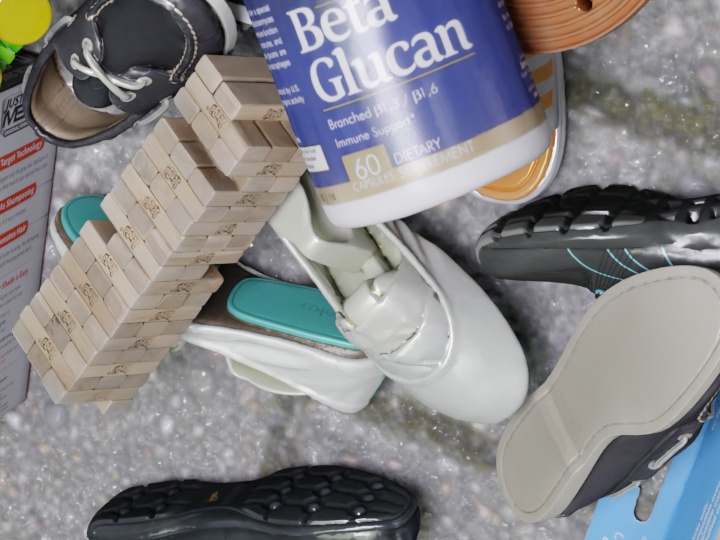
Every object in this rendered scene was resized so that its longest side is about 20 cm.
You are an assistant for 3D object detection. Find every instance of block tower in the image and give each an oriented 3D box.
[{"bbox_3d":[-0.097,-0.014,1.250,0.054,0.058,0.200,54,123,27],"label":"block tower"}]

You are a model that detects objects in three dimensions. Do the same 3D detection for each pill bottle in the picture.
[{"bbox_3d":[0.002,-0.130,1.146,0.111,0.111,0.201,-18,99,26],"label":"pill bottle"}]

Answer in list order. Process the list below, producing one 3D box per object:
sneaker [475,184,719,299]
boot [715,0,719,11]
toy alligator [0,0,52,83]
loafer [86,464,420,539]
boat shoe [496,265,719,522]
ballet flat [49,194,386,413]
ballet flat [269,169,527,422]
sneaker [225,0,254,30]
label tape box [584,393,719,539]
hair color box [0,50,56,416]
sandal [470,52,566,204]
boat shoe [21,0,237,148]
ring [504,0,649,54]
[{"bbox_3d":[0.151,0.001,1.226,0.199,0.075,0.080,-1,109,23],"label":"sneaker"},{"bbox_3d":[0.180,-0.130,1.159,0.073,0.096,0.201,-29,94,27],"label":"boot"},{"bbox_3d":[-0.173,-0.145,1.236,0.054,0.059,0.200,34,101,-30],"label":"toy alligator"},{"bbox_3d":[-0.054,0.148,1.365,0.200,0.068,0.071,-7,112,30],"label":"loafer"},{"bbox_3d":[0.136,0.057,1.229,0.200,0.062,0.073,-51,53,47],"label":"boat shoe"},{"bbox_3d":[-0.076,0.025,1.339,0.199,0.069,0.070,21,114,14],"label":"ballet flat"},{"bbox_3d":[0.000,0.000,1.259,0.200,0.069,0.069,51,119,18],"label":"ballet flat"},{"bbox_3d":[-0.065,-0.176,1.250,0.199,0.070,0.090,22,111,29],"label":"sneaker"},{"bbox_3d":[0.206,0.146,1.256,0.199,0.063,0.145,23,113,14],"label":"label tape box"},{"bbox_3d":[-0.215,-0.013,1.358,0.061,0.101,0.201,17,111,17],"label":"hair color box"},{"bbox_3d":[0.052,-0.129,1.233,0.079,0.059,0.208,3,108,22],"label":"sandal"},{"bbox_3d":[-0.119,-0.104,1.249,0.074,0.060,0.200,44,160,-13],"label":"boat shoe"},{"bbox_3d":[0.067,-0.196,1.151,0.200,0.019,0.201,18,120,34],"label":"ring"}]
